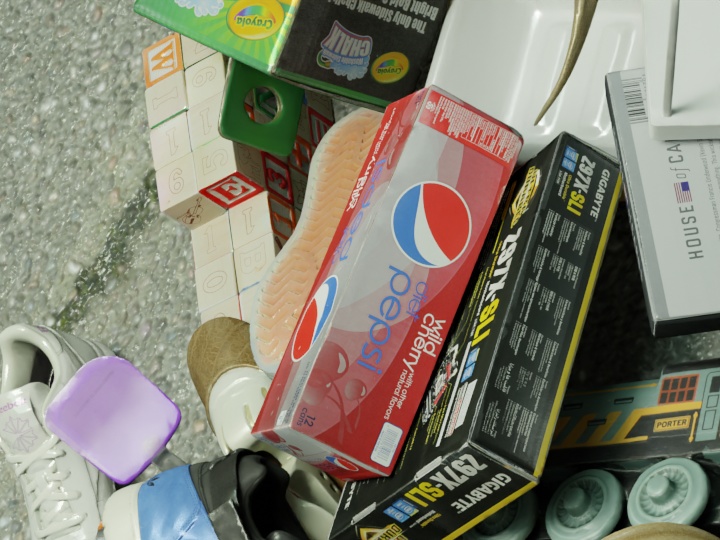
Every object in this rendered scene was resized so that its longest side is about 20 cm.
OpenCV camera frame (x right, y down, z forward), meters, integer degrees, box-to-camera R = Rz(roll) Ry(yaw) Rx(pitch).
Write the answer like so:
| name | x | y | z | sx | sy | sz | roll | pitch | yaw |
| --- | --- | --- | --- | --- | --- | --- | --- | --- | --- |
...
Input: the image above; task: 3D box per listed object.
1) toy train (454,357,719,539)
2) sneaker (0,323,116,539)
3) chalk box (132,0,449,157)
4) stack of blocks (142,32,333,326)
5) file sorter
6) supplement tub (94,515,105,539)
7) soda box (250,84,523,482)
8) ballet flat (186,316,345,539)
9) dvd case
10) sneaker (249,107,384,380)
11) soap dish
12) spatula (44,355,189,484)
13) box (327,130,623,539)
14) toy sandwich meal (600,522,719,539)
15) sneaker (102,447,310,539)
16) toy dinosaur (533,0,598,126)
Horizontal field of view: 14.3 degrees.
| name | x | y | z | sx | sy | sz | roll | pitch | yaw |
| --- | --- | --- | --- | --- | --- | --- | --- | --- | --- |
| toy train | 0.138 | 0.108 | 1.497 | 0.199 | 0.085 | 0.114 | -10 | 50 | 38 |
| sneaker | -0.186 | 0.124 | 1.723 | 0.075 | 0.100 | 0.201 | -25 | 58 | 24 |
| chalk box | -0.033 | -0.167 | 1.620 | 0.124 | 0.125 | 0.201 | 28 | 99 | 40 |
| stack of blocks | -0.063 | -0.038 | 1.692 | 0.058 | 0.115 | 0.201 | -25 | 56 | 27 |
| file sorter | 0.242 | -0.160 | 1.440 | 0.199 | 0.125 | 0.139 | -2 | 56 | 3 |
| supplement tub | -0.120 | 0.238 | 1.602 | 0.122 | 0.122 | 0.201 | 0 | 69 | 38 |
| soda box | 0.015 | 0.008 | 1.512 | 0.201 | 0.063 | 0.070 | -67 | 15 | -14 |
| ballet flat | -0.035 | 0.108 | 1.577 | 0.068 | 0.072 | 0.200 | -42 | 79 | 23 |
| dvd case | 0.234 | -0.047 | 1.460 | 0.199 | 0.025 | 0.151 | -8 | 61 | 0 |
| sneaker | 0.000 | 0.000 | 1.616 | 0.071 | 0.080 | 0.201 | -13 | 39 | 34 |
| soap dish | 0.134 | -0.107 | 1.595 | 0.199 | 0.081 | 0.158 | 5 | 73 | 39 |
| spatula | -0.082 | 0.124 | 1.574 | 0.057 | 0.200 | 0.021 | -50 | 7 | -1 |
| box | 0.061 | 0.045 | 1.513 | 0.160 | 0.049 | 0.201 | -39 | 27 | 53 |
| toy sandwich meal | 0.133 | 0.222 | 1.385 | 0.070 | 0.205 | 0.206 | -6 | 65 | 55 |
| sneaker | -0.059 | 0.191 | 1.498 | 0.111 | 0.077 | 0.201 | -23 | 66 | 20 |
| toy dinosaur | 0.123 | -0.182 | 1.526 | 0.058 | 0.101 | 0.201 | 4 | 81 | 9 |
